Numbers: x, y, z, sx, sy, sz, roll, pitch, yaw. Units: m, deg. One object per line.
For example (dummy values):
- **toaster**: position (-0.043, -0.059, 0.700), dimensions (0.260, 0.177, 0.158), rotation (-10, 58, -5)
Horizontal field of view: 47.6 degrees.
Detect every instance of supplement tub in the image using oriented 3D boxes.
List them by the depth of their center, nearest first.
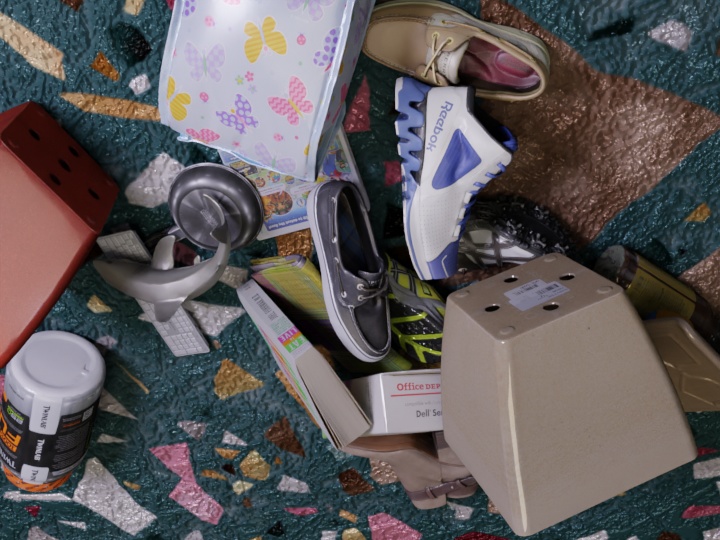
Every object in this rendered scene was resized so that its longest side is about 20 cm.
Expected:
- **supplement tub**: position (-0.411, 0.190, 1.076), dimensions (0.120, 0.123, 0.202), rotation (19, 123, -8)

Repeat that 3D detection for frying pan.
- **frying pan**: position (-0.202, -0.064, 0.935), dimensions (0.186, 0.031, 0.117), rotation (-5, 124, 13)

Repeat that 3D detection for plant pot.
- **plant pot**: position (0.185, 0.100, 0.816), dimensions (0.196, 0.200, 0.180), rotation (-20, 110, -10)
- **plant pot**: position (-0.375, -0.060, 0.876), dimensions (0.175, 0.201, 0.200), rotation (-37, 115, 12)

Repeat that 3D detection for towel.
- **towel**: position (-0.039, 0.054, 0.967), dimensions (0.200, 0.023, 0.143), rotation (46, 155, -21)

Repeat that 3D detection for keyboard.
- **keyboard**: position (-0.254, 0.033, 1.013), dimensions (0.055, 0.011, 0.202), rotation (-13, 126, 17)

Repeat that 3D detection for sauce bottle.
- **sauce bottle**: position (0.357, 0.045, 0.941), dimensions (0.198, 0.065, 0.065), rotation (31, 121, -13)

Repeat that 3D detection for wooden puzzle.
- **wooden puzzle**: position (0.344, 0.104, 0.943), dimensions (0.184, 0.047, 0.198), rotation (39, 155, -25)

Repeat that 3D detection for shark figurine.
- **shark figurine**: position (-0.202, 0.014, 0.922), dimensions (0.212, 0.090, 0.129), rotation (-21, 124, 31)

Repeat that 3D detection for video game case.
- **video game case**: position (-0.085, -0.136, 0.891), dimensions (0.140, 0.018, 0.203), rotation (-13, 121, 13)

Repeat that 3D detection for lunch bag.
- **lunch bag**: position (-0.089, -0.202, 0.763), dimensions (0.166, 0.127, 0.204), rotation (19, 109, 5)

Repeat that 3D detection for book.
- **book**: position (-0.073, 0.100, 0.945), dimensions (0.048, 0.200, 0.135), rotation (-33, 120, -11)

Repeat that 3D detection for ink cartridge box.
- **ink cartridge box**: position (0.044, 0.158, 0.963), dimensions (0.115, 0.069, 0.199), rotation (1, 167, -29)

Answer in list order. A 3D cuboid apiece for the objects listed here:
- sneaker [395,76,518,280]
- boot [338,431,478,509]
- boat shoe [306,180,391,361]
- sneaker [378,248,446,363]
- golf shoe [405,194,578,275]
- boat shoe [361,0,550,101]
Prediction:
- **sneaker**: position (0.098, -0.089, 0.794), dimensions (0.112, 0.081, 0.204), rotation (-3, 113, 13)
- **boot**: position (0.070, 0.266, 1.115), dimensions (0.195, 0.071, 0.149), rotation (-5, 125, 9)
- **boat shoe**: position (0.000, 0.000, 0.872), dimensions (0.066, 0.069, 0.205), rotation (-7, 98, 56)
- **sneaker**: position (0.033, 0.022, 0.957), dimensions (0.200, 0.076, 0.075), rotation (45, 125, -1)
- **golf shoe**: position (0.142, -0.035, 0.910), dimensions (0.196, 0.078, 0.095), rotation (22, 132, 0)
- **boat shoe**: position (0.091, -0.212, 0.793), dimensions (0.195, 0.067, 0.075), rotation (9, 125, 0)
